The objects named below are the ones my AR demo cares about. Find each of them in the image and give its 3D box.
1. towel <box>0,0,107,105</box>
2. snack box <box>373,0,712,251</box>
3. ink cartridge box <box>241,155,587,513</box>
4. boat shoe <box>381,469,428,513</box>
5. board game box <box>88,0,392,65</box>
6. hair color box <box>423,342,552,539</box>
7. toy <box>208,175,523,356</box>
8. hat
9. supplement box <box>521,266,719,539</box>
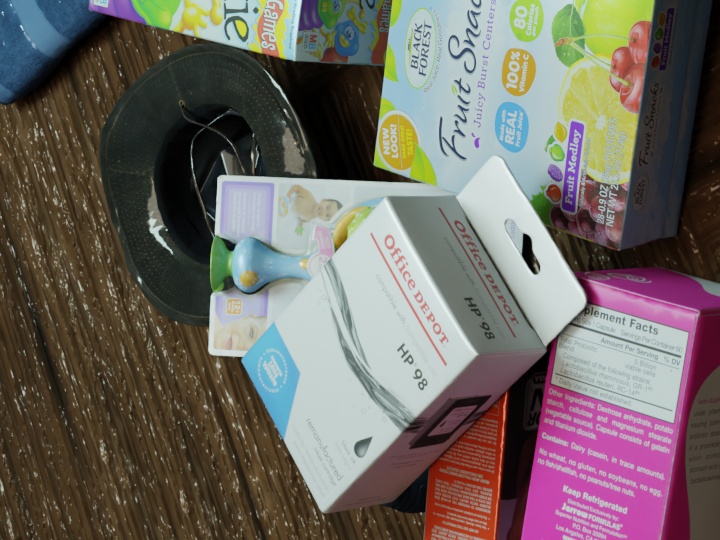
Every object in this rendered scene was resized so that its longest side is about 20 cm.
[{"bbox_3d":[-0.233,-0.216,1.698,0.200,0.048,0.112,-37,69,36],"label":"towel"},{"bbox_3d":[0.107,-0.121,1.380,0.199,0.067,0.170,21,112,40],"label":"snack box"},{"bbox_3d":[0.028,0.036,1.333,0.200,0.066,0.116,-48,60,34],"label":"ink cartridge box"},{"bbox_3d":[0.009,0.059,1.482,0.084,0.068,0.201,-43,63,34],"label":"boat shoe"},{"bbox_3d":[-0.073,-0.205,1.519,0.199,0.103,0.106,17,104,40],"label":"board game box"},{"bbox_3d":[0.093,0.121,1.391,0.061,0.101,0.202,11,100,41],"label":"hair color box"},{"bbox_3d":[0.000,0.000,1.433,0.198,0.047,0.116,2,87,12],"label":"toy"},{"bbox_3d":[-0.084,-0.062,1.549,0.199,0.081,0.203,10,106,38],"label":"hat"},{"bbox_3d":[0.168,0.106,1.323,0.103,0.101,0.202,18,103,40],"label":"supplement box"}]
